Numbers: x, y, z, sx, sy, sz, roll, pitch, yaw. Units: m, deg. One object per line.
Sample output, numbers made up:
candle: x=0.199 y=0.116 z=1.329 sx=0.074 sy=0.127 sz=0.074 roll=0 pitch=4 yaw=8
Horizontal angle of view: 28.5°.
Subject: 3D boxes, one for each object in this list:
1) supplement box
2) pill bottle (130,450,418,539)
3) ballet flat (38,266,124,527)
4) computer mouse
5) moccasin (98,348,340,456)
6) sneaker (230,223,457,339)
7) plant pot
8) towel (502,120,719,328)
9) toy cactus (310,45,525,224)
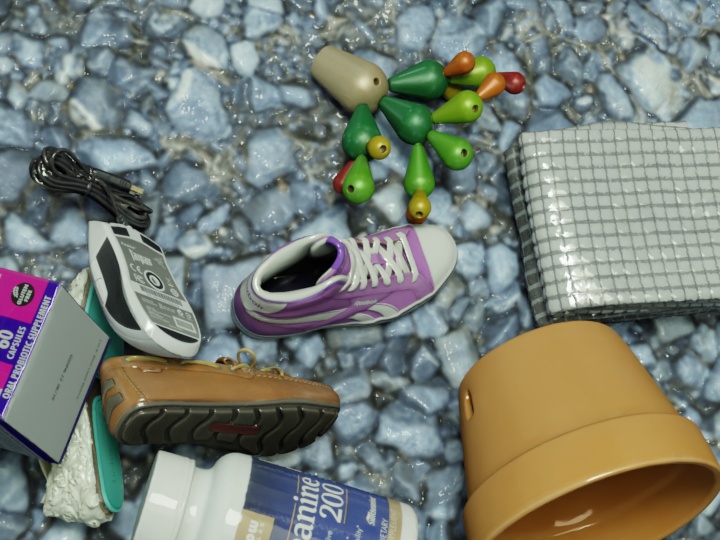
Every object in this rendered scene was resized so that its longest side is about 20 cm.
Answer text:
supplement box: x=-0.296 y=0.051 z=1.000 sx=0.197 sy=0.104 sz=0.102 roll=12 pitch=68 yaw=18
pill bottle: x=-0.066 y=0.200 z=1.042 sx=0.197 sy=0.111 sz=0.112 roll=18 pitch=69 yaw=-8
ballet flat: x=-0.216 y=0.092 z=1.067 sx=0.071 sy=0.072 sz=0.203 roll=1 pitch=71 yaw=-13
computer mouse: x=-0.179 y=-0.003 z=1.060 sx=0.044 sy=0.109 sz=0.201 roll=-42 pitch=51 yaw=18
moccasin: x=-0.104 y=0.096 z=1.073 sx=0.199 sy=0.074 sz=0.078 roll=3 pitch=44 yaw=-30
sneaker: x=0.000 y=0.001 z=1.121 sx=0.198 sy=0.114 sz=0.073 roll=-19 pitch=76 yaw=-20
plant pot: x=0.159 y=0.133 z=1.087 sx=0.197 sy=0.201 sz=0.142 roll=-9 pitch=59 yaw=-16
towel: x=0.230 y=-0.039 z=1.209 sx=0.197 sy=0.086 sz=0.168 roll=-4 pitch=72 yaw=-13
toy cactus: x=0.031 y=-0.132 z=1.196 sx=0.164 sy=0.103 sz=0.200 roll=35 pitch=69 yaw=20
